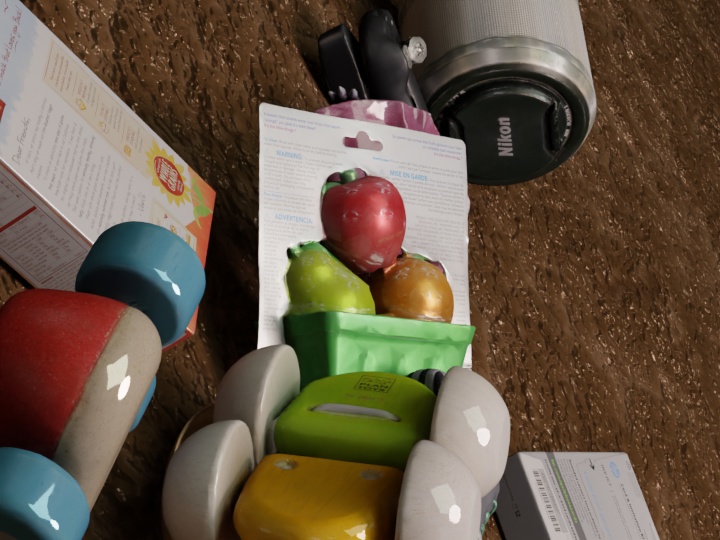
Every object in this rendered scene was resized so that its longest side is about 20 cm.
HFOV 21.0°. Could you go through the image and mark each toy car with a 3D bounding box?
[{"bbox_3d":[-0.206,0.052,0.934,0.199,0.177,0.185,27,48,-4],"label":"toy car"},{"bbox_3d":[-0.010,0.140,1.116,0.200,0.173,0.151,-61,152,-60],"label":"toy car"}]

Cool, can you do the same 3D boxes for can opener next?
[{"bbox_3d":[0.037,-0.116,1.568,0.201,0.078,0.063,64,31,-20],"label":"can opener"}]

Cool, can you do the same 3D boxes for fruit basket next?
[{"bbox_3d":[0.000,0.000,1.301,0.184,0.093,0.202,6,74,-39],"label":"fruit basket"}]

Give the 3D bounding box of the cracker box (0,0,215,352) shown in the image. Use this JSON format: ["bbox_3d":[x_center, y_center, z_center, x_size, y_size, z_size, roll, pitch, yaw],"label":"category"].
[{"bbox_3d":[-0.175,-0.055,1.148,0.200,0.057,0.135,46,30,-30],"label":"cracker box"}]

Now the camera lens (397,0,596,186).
[{"bbox_3d":[0.114,-0.186,1.663,0.160,0.159,0.201,37,35,-39],"label":"camera lens"}]

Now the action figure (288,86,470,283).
[{"bbox_3d":[0.006,-0.027,1.432,0.149,0.132,0.202,110,-23,-69],"label":"action figure"}]

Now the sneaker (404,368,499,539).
[{"bbox_3d":[0.064,0.166,1.237,0.087,0.074,0.202,18,69,-48],"label":"sneaker"}]

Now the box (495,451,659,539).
[{"bbox_3d":[0.182,0.221,1.528,0.199,0.041,0.157,7,59,-57],"label":"box"}]

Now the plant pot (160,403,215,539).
[{"bbox_3d":[-0.056,0.176,1.170,0.200,0.027,0.201,40,34,-35],"label":"plant pot"}]
